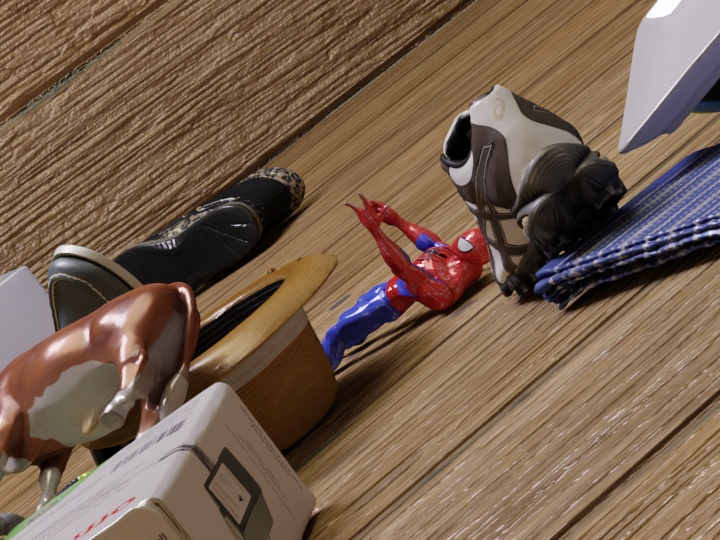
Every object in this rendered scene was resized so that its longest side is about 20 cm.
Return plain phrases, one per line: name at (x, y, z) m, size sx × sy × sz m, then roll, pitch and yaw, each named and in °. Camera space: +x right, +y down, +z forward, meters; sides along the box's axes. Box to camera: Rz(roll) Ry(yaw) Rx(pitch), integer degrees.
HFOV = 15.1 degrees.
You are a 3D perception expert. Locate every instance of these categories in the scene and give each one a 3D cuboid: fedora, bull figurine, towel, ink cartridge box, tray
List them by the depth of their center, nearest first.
ink cartridge box at (-0.112, 0.147, 1.285) m, size 0.145 × 0.084 × 0.200 m, roll -35°, pitch 7°, yaw 13°
towel at (0.184, -0.039, 1.362) m, size 0.145 × 0.024 × 0.200 m, roll -37°, pitch 8°, yaw -28°
tray at (0.187, -0.135, 1.489) m, size 0.107 × 0.022 × 0.200 m, roll -53°, pitch 8°, yaw 26°
bull figurine at (-0.165, 0.078, 1.519) m, size 0.200 × 0.065 × 0.122 m, roll -36°, pitch 33°, yaw 35°
fedora at (-0.072, 0.070, 1.610) m, size 0.201 × 0.082 × 0.201 m, roll -36°, pitch 7°, yaw 5°

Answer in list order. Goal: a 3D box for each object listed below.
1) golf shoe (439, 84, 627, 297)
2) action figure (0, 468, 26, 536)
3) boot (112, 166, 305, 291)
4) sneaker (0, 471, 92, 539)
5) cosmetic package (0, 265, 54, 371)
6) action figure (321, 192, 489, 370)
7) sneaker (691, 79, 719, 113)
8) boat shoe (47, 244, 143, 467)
golf shoe at (0.089, -0.049, 1.471) m, size 0.078 × 0.095 × 0.200 m, roll -39°, pitch -9°, yaw -13°
action figure at (-0.209, 0.192, 1.370) m, size 0.055 × 0.118 × 0.200 m, roll -7°, pitch 46°, yaw 13°
boot at (-0.157, -0.031, 2.768) m, size 0.203 × 0.074 × 0.154 m, roll -27°, pitch 7°, yaw 30°
sneaker at (-0.152, 0.169, 1.479) m, size 0.076 × 0.076 × 0.200 m, roll 0°, pitch -23°, yaw -38°
cosmetic package at (-0.425, 0.104, 2.972) m, size 0.199 × 0.123 × 0.200 m, roll -38°, pitch 8°, yaw -16°
action figure at (0.000, 0.000, 1.691) m, size 0.200 × 0.099 × 0.065 m, roll -27°, pitch 12°, yaw 41°
sneaker at (0.253, -0.158, 1.531) m, size 0.200 × 0.083 × 0.071 m, roll -36°, pitch 7°, yaw 18°
boat shoe at (-0.156, 0.069, 1.711) m, size 0.073 × 0.200 × 0.062 m, roll 10°, pitch 50°, yaw 26°
